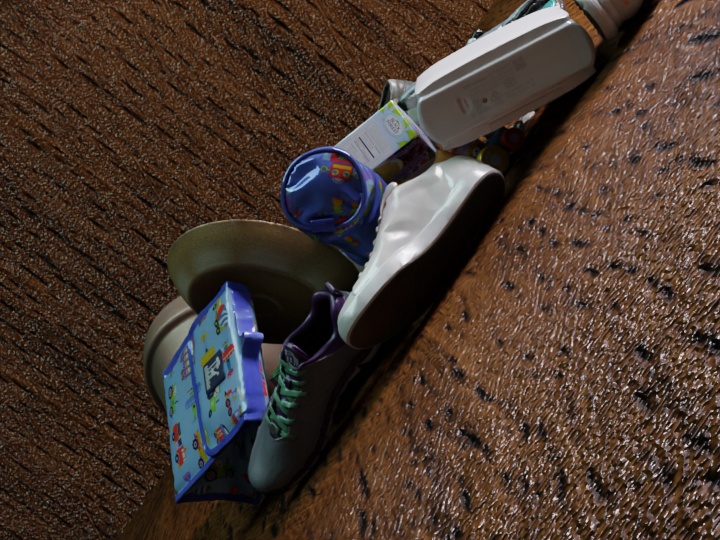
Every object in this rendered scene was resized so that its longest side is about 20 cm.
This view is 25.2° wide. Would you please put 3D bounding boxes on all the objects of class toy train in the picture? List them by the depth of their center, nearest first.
[{"bbox_3d":[0.091,-0.084,1.599,0.200,0.056,0.150,-54,5,23],"label":"toy train"}]

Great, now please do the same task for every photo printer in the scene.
[{"bbox_3d":[0.130,-0.181,1.483,0.166,0.070,0.200,-27,9,9],"label":"photo printer"}]

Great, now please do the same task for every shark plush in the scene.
[{"bbox_3d":[0.107,-0.216,1.623,0.200,0.091,0.083,-56,19,34],"label":"shark plush"}]

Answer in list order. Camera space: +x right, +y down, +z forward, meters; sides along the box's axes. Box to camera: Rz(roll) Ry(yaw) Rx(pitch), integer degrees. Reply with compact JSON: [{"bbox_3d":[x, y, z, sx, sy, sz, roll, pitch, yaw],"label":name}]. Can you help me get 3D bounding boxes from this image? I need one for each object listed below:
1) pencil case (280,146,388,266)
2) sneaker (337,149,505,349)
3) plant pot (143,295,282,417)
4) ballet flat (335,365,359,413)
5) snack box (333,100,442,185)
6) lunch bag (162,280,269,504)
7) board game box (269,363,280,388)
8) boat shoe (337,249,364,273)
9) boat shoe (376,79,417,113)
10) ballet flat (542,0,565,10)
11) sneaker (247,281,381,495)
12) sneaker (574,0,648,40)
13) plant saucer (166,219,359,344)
[{"bbox_3d":[-0.009,-0.053,1.473,0.200,0.078,0.087,30,-126,-73],"label":"pencil case"},{"bbox_3d":[0.037,-0.020,1.406,0.200,0.085,0.073,-49,-36,-13],"label":"sneaker"},{"bbox_3d":[-0.153,0.141,1.882,0.200,0.200,0.175,-53,23,22],"label":"plant pot"},{"bbox_3d":[-0.018,0.092,1.566,0.067,0.046,0.200,-40,6,19],"label":"ballet flat"},{"bbox_3d":[0.020,-0.086,1.657,0.142,0.053,0.200,-37,-20,8],"label":"snack box"},{"bbox_3d":[-0.124,0.118,1.575,0.200,0.094,0.151,119,148,-51],"label":"lunch bag"},{"bbox_3d":[0.004,0.036,1.513,0.200,0.023,0.105,-38,10,22],"label":"board game box"},{"bbox_3d":[0.000,0.000,1.641,0.057,0.069,0.200,-45,19,-31],"label":"boat shoe"},{"bbox_3d":[0.024,-0.118,1.775,0.071,0.064,0.200,-123,46,-56],"label":"boat shoe"},{"bbox_3d":[0.156,-0.208,1.671,0.200,0.073,0.073,-37,14,38],"label":"ballet flat"},{"bbox_3d":[-0.059,0.101,1.421,0.087,0.074,0.200,27,-88,-53],"label":"sneaker"},{"bbox_3d":[0.230,-0.258,1.421,0.080,0.074,0.200,-39,14,16],"label":"sneaker"},{"bbox_3d":[-0.097,0.022,1.599,0.200,0.200,0.036,131,154,-52],"label":"plant saucer"}]
